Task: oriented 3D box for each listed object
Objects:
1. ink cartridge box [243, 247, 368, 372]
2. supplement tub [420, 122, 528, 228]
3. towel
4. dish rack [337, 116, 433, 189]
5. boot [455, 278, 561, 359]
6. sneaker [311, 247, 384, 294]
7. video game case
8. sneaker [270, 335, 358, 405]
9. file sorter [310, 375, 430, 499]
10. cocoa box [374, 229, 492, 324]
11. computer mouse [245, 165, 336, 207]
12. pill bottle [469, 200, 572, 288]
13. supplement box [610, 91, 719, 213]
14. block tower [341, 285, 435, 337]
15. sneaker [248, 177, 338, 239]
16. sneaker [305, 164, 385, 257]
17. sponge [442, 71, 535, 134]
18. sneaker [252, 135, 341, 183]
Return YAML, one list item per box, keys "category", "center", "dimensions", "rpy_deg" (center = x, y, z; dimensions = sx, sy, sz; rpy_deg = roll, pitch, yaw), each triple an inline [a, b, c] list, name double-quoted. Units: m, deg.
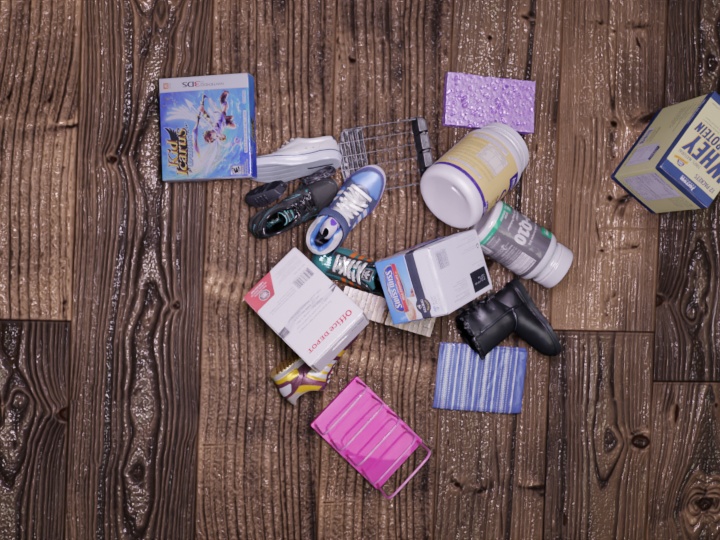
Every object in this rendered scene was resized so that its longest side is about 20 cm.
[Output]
- category: "ink cartridge box"
  center: [-0.104, 0.079, 1.507]
  dimensions: [0.147, 0.083, 0.200]
  rpy_deg: [-45, 71, -7]
- category: "supplement tub"
  center: [0.233, -0.195, 1.554]
  dimensions: [0.200, 0.145, 0.145]
  rpy_deg: [-42, 98, -28]
- category: "towel"
  center: [0.257, 0.230, 1.651]
  dimensions: [0.200, 0.024, 0.145]
  rpy_deg: [5, 92, -9]
- category: "dish rack"
  center: [0.054, -0.233, 1.587]
  dimensions: [0.200, 0.055, 0.154]
  rpy_deg: [-10, 91, -8]
- category: "boot"
  center: [0.307, 0.130, 1.623]
  dimensions: [0.162, 0.073, 0.198]
  rpy_deg: [-32, 87, -14]
- category: "sneaker"
  center: [0.000, 0.000, 1.564]
  dimensions: [0.200, 0.080, 0.071]
  rpy_deg: [18, 89, -11]
- category: "video game case"
  center: [-0.296, -0.275, 1.496]
  dimensions: [0.181, 0.045, 0.200]
  rpy_deg: [-2, 91, 10]
- category: "sneaker"
  center: [-0.079, 0.190, 1.564]
  dimensions: [0.200, 0.075, 0.090]
  rpy_deg: [-32, 105, -2]
- category: "file sorter"
  center: [0.024, 0.339, 1.553]
  dimensions: [0.200, 0.125, 0.139]
  rpy_deg: [45, 83, -8]
- category: "cocoa box"
  center: [0.147, 0.011, 1.521]
  dimensions: [0.200, 0.131, 0.134]
  rpy_deg: [-23, 97, -53]
- category: "computer mouse"
  center: [-0.137, -0.162, 1.518]
  dimensions: [0.200, 0.059, 0.034]
  rpy_deg: [-14, 114, 21]
- category: "pill bottle"
  center: [0.334, -0.053, 1.611]
  dimensions: [0.200, 0.113, 0.113]
  rpy_deg: [31, 85, -10]
- category: "supplement box"
  center: [0.679, -0.242, 1.628]
  dimensions: [0.134, 0.200, 0.200]
  rpy_deg: [38, 84, -9]
- category: "block tower"
  center: [0.052, 0.084, 1.590]
  dimensions: [0.200, 0.058, 0.054]
  rpy_deg: [17, 88, -9]
- category: "sneaker"
  center: [-0.125, -0.118, 1.538]
  dimensions: [0.200, 0.079, 0.075]
  rpy_deg: [-34, 107, -8]
- category: "sneaker"
  center: [-0.029, -0.111, 1.495]
  dimensions: [0.081, 0.146, 0.200]
  rpy_deg: [42, 108, -8]
- category: "sponge"
  center: [0.274, -0.354, 1.637]
  dimensions: [0.200, 0.030, 0.112]
  rpy_deg: [3, 90, -10]
- category: "sneaker"
  center: [-0.139, -0.226, 1.550]
  dimensions: [0.200, 0.073, 0.071]
  rpy_deg: [-7, 61, -5]
